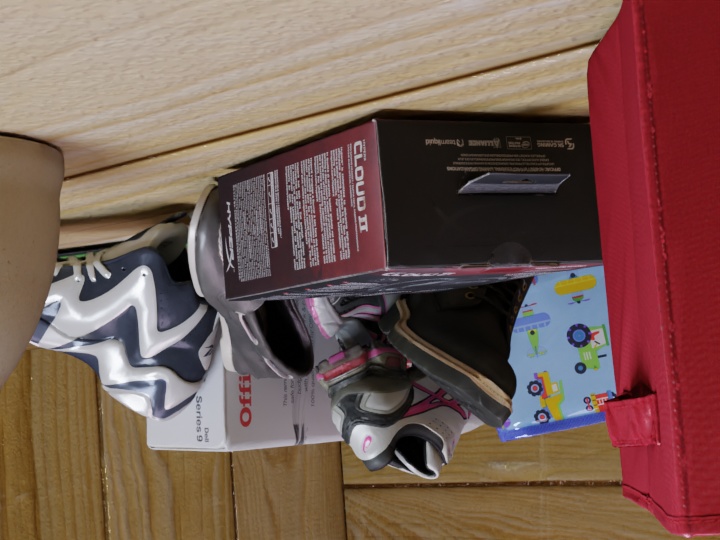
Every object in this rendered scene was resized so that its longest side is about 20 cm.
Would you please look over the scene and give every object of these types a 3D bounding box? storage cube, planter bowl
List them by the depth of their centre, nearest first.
[{"bbox_3d":[0.178,-0.011,0.529,0.198,0.182,0.171,-5,176,4],"label":"storage cube"},{"bbox_3d":[-0.243,0.015,0.752,0.198,0.136,0.200,-3,176,0],"label":"planter bowl"}]

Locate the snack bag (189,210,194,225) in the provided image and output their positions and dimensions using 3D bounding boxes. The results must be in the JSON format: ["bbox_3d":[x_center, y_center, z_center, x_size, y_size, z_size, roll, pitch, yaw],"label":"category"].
[{"bbox_3d":[-0.001,-0.034,1.088,0.186,0.022,0.200,-5,175,16],"label":"snack bag"}]

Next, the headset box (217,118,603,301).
[{"bbox_3d":[0.032,-0.030,0.814,0.147,0.078,0.199,-3,174,-30],"label":"headset box"}]

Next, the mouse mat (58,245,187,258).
[{"bbox_3d":[-0.174,-0.012,1.301,0.159,0.008,0.200,-6,176,25],"label":"mouse mat"}]

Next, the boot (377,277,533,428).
[{"bbox_3d":[0.084,0.011,0.955,0.077,0.139,0.200,41,-179,-18],"label":"boot"}]

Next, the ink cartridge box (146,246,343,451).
[{"bbox_3d":[-0.066,0.057,1.147,0.083,0.148,0.199,-4,175,37],"label":"ink cartridge box"}]

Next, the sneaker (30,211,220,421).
[{"bbox_3d":[-0.174,-0.003,1.024,0.198,0.130,0.079,34,-164,4],"label":"sneaker"}]

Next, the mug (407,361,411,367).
[{"bbox_3d":[0.013,0.022,1.345,0.177,0.134,0.200,-44,161,9],"label":"mug"}]

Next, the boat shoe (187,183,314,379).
[{"bbox_3d":[-0.064,0.011,0.969,0.056,0.067,0.201,12,152,11],"label":"boat shoe"}]

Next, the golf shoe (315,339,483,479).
[{"bbox_3d":[0.038,0.110,1.093,0.072,0.093,0.199,-27,159,26],"label":"golf shoe"}]

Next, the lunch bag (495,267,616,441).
[{"bbox_3d":[0.165,0.033,1.103,0.198,0.152,0.094,-12,175,3],"label":"lunch bag"}]

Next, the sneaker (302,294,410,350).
[{"bbox_3d":[0.000,0.000,1.052,0.086,0.081,0.200,-34,159,2],"label":"sneaker"}]
